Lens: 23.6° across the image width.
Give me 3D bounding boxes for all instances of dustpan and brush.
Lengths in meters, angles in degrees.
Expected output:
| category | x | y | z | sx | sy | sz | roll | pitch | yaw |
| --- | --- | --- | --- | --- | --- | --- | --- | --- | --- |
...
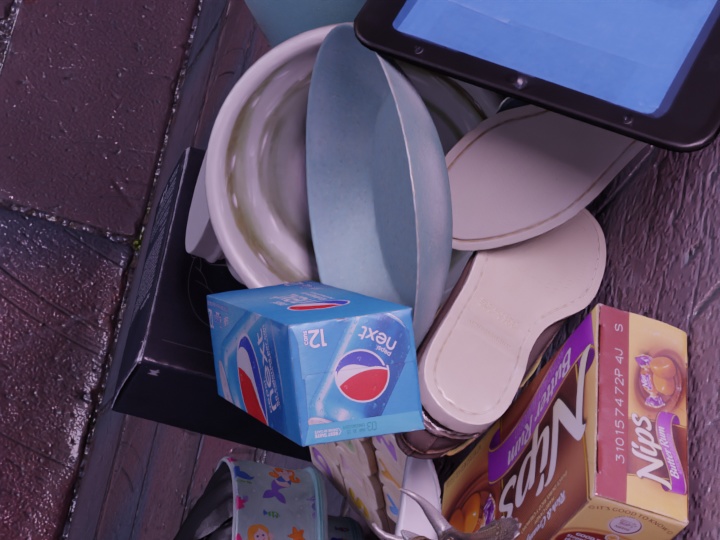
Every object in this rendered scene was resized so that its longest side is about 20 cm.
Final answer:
| category | x | y | z | sx | sy | sz | roll | pitch | yaw |
| --- | --- | --- | --- | --- | --- | --- | --- | --- | --- |
| dustpan and brush | 0.041 | 0.219 | 1.042 | 0.140 | 0.057 | 0.200 | 95 | -176 | -58 |

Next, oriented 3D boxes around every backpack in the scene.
| category | x | y | z | sx | sy | sz | roll | pitch | yaw |
| --- | --- | --- | --- | --- | --- | --- | --- | --- | --- |
| backpack | -0.075 | 0.237 | 1.263 | 0.200 | 0.150 | 0.178 | 112 | 162 | -50 |

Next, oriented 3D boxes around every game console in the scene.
| category | x | y | z | sx | sy | sz | roll | pitch | yaw |
| --- | --- | --- | --- | --- | --- | --- | --- | --- | --- |
| game console | 0.115 | -0.180 | 0.854 | 0.116 | 0.200 | 0.176 | -38 | -37 | -53 |

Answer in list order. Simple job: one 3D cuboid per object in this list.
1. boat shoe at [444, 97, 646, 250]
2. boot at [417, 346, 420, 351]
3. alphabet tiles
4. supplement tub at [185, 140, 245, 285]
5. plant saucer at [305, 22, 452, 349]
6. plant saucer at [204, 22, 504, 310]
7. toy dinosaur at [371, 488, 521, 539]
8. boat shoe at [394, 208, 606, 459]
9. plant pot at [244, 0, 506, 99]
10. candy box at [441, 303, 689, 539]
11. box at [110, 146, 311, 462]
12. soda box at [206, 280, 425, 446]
| category | x | y | z | sx | sy | sz | roll | pitch | yaw |
| --- | --- | --- | --- | --- | --- | --- | --- | --- | --- |
| boat shoe | 0.119 | -0.084 | 0.953 | 0.200 | 0.075 | 0.062 | -42 | 6 | 17 |
| boot | 0.000 | 0.000 | 1.140 | 0.073 | 0.200 | 0.182 | -79 | 13 | -68 |
| alphabet tiles | -0.017 | 0.100 | 1.178 | 0.196 | 0.015 | 0.200 | 46 | 158 | 38 |
| supplement tub | -0.013 | -0.042 | 1.245 | 0.145 | 0.200 | 0.145 | -163 | 90 | -76 |
| plant saucer | 0.014 | -0.037 | 0.954 | 0.201 | 0.039 | 0.201 | 174 | 90 | -74 |
| plant saucer | 0.006 | -0.056 | 1.063 | 0.050 | 0.200 | 0.200 | -62 | -6 | -72 |
| toy dinosaur | 0.081 | 0.191 | 0.848 | 0.102 | 0.077 | 0.200 | 49 | 163 | 47 |
| boat shoe | 0.078 | 0.030 | 0.978 | 0.200 | 0.072 | 0.060 | -53 | 1 | -43 |
| plant pot | 0.062 | -0.171 | 1.080 | 0.200 | 0.141 | 0.141 | 6 | 53 | 35 |
| candy box | 0.102 | 0.122 | 0.912 | 0.200 | 0.056 | 0.117 | 122 | 162 | -50 |
| box | -0.082 | 0.032 | 1.424 | 0.124 | 0.200 | 0.197 | 127 | 156 | -58 |
| soda box | -0.030 | 0.047 | 0.946 | 0.200 | 0.068 | 0.064 | -170 | 73 | -73 |
